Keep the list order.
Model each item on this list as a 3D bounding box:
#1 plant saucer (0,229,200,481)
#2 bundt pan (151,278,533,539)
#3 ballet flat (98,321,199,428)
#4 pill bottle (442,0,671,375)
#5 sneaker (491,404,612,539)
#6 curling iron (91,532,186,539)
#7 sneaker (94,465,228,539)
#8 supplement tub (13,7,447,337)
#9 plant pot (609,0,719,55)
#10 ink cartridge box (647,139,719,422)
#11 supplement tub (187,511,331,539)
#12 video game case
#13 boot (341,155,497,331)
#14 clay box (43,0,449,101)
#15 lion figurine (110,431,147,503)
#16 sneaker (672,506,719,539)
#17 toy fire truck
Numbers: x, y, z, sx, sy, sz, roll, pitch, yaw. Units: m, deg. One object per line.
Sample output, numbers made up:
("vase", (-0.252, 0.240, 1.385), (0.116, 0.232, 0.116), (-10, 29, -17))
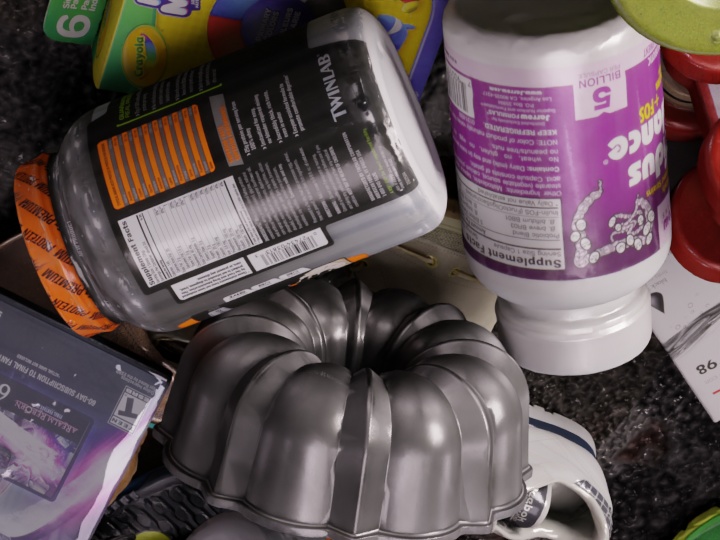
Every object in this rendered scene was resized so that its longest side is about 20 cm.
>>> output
("plant saucer", (-0.145, 0.038, 1.607), (0.200, 0.035, 0.201), (-6, 128, -7))
("bundt pan", (-0.004, 0.063, 1.475), (0.201, 0.202, 0.076), (2, 114, -14))
("ballet flat", (-0.063, 0.074, 1.592), (0.200, 0.068, 0.067), (24, 103, -31))
("pill bottle", (0.105, -0.051, 1.481), (0.112, 0.112, 0.201), (-10, 118, -5))
("sneaker", (0.061, 0.111, 1.679), (0.199, 0.081, 0.077), (16, 124, -21))
("curling iron", (-0.075, 0.154, 1.610), (0.199, 0.026, 0.050), (-8, 165, 1))
("sneaker", (-0.147, 0.164, 1.679), (0.066, 0.079, 0.200), (39, 115, -16))
("supplement tub", (-0.066, -0.045, 1.445), (0.200, 0.123, 0.123), (-21, 129, 10))
("plant pot", (0.156, -0.207, 1.378), (0.200, 0.193, 0.201), (-6, 129, -7))
("ink cartridge box", (0.221, 0.005, 1.638), (0.116, 0.067, 0.200), (-30, 127, 10))
("supplement tub", (-0.005, 0.210, 1.572), (0.200, 0.123, 0.123), (18, 122, -37))
("video game case", (-0.209, 0.111, 1.543), (0.143, 0.019, 0.200), (26, 101, -6))
("boot", (0.000, 0.000, 1.587), (0.199, 0.072, 0.155), (14, 126, -23))
("clay box", (-0.056, -0.139, 1.478), (0.199, 0.048, 0.115), (7, 126, -18))
("lion figurine", (-0.227, 0.105, 1.577), (0.199, 0.073, 0.123), (17, 114, -18))
("sneaker", (0.272, 0.181, 1.776), (0.200, 0.084, 0.074), (-24, 129, 8))
("toy fire truck", (0.238, -0.090, 1.502), (0.167, 0.201, 0.112), (-12, 164, -10))
